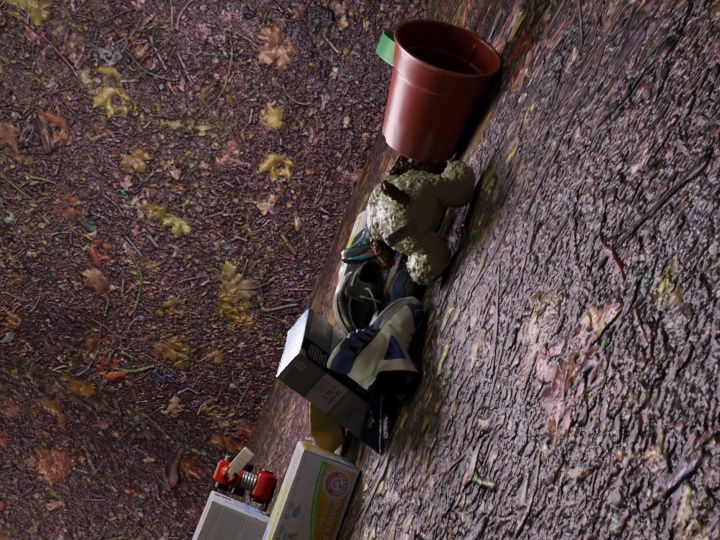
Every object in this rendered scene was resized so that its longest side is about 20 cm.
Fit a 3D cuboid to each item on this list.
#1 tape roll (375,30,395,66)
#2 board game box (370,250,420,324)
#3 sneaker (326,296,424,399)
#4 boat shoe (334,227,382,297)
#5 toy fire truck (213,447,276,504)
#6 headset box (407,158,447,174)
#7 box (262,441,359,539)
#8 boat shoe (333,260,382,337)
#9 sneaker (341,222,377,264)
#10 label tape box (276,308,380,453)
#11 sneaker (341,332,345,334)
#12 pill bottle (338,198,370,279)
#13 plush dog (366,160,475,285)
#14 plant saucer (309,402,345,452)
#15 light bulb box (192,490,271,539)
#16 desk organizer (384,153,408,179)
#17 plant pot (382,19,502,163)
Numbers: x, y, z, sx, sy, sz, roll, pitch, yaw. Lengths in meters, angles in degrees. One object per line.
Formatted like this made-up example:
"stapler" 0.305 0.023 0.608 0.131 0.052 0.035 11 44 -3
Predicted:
"tape roll" 0.133 -0.478 1.805 0.201 0.198 0.049 -83 17 -64
"board game box" 0.053 0.072 1.366 0.200 0.061 0.203 -131 62 -81
"sneaker" 0.047 0.129 1.185 0.199 0.115 0.081 -32 -22 -48
"boat shoe" 0.000 0.000 1.464 0.063 0.074 0.202 110 -178 -58
"toy fire truck" -0.321 0.583 2.276 0.200 0.174 0.130 135 157 -72
"headset box" 0.096 -0.125 1.552 0.201 0.076 0.151 119 170 -56
"box" -0.087 0.397 1.308 0.112 0.100 0.203 150 141 -79
"boat shoe" 0.001 0.048 1.306 0.067 0.072 0.201 -31 21 20
"sneaker" 0.042 -0.084 1.410 0.198 0.096 0.079 -31 2 -11
"label tape box" -0.027 0.166 1.228 0.063 0.199 0.145 -47 14 20
"sneaker" -0.022 0.184 1.351 0.083 0.072 0.201 -87 -21 -45
"pill bottle" 0.032 -0.058 1.703 0.113 0.111 0.203 125 164 -62
"plush dog" 0.065 -0.093 1.253 0.171 0.159 0.203 7 76 65
"plant saucer" -0.058 0.228 1.483 0.201 0.048 0.203 81 -173 -63
"light bulb box" -0.229 0.542 1.583 0.198 0.197 0.127 140 153 -75
"desk organizer" 0.093 -0.182 1.742 0.200 0.076 0.073 123 167 -61
"plant pot" 0.131 -0.318 1.450 0.202 0.197 0.197 -77 4 -51
